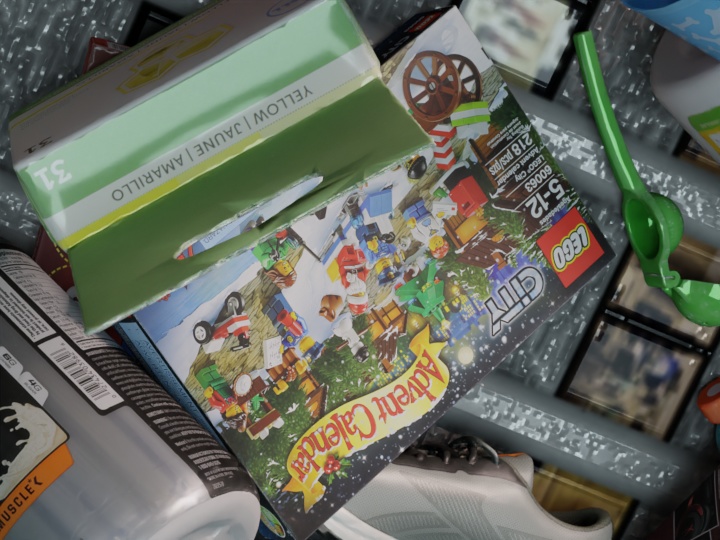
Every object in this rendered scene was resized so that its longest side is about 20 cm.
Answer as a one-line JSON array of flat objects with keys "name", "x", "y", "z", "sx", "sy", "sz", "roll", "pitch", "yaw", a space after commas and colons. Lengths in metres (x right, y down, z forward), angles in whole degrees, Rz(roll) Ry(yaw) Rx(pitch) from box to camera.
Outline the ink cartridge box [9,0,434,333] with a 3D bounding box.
[{"name": "ink cartridge box", "x": -0.061, "y": -0.055, "z": 0.922, "sx": 0.145, "sy": 0.200, "sz": 0.048, "roll": -29, "pitch": 107, "yaw": -1}]

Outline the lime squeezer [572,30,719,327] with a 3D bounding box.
[{"name": "lime squeezer", "x": 0.153, "y": -0.020, "z": 1.078, "sx": 0.200, "sy": 0.038, "sz": 0.071, "roll": 39, "pitch": 97, "yaw": -16}]

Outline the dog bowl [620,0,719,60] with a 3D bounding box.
[{"name": "dog bowl", "x": 0.192, "y": -0.164, "z": 0.953, "sx": 0.050, "sy": 0.112, "sz": 0.200, "roll": 40, "pitch": 103, "yaw": -22}]

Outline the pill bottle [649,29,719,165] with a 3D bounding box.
[{"name": "pill bottle", "x": 0.230, "y": -0.051, "z": 1.042, "sx": 0.111, "sy": 0.111, "sz": 0.200, "roll": -45, "pitch": 108, "yaw": 5}]

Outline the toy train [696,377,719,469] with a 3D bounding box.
[{"name": "toy train", "x": 0.253, "y": 0.101, "z": 1.119, "sx": 0.199, "sy": 0.056, "sz": 0.151, "roll": 1, "pitch": 105, "yaw": -9}]

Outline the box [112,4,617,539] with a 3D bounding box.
[{"name": "box", "x": 0.000, "y": 0.000, "z": 1.017, "sx": 0.200, "sy": 0.038, "sz": 0.137, "roll": -41, "pitch": 106, "yaw": -21}]

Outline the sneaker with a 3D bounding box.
[{"name": "sneaker", "x": 0.027, "y": 0.103, "z": 1.082, "sx": 0.200, "sy": 0.074, "sz": 0.080, "roll": 29, "pitch": 90, "yaw": -21}]

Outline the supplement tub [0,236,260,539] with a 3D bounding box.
[{"name": "supplement tub", "x": -0.147, "y": 0.068, "z": 0.975, "sx": 0.200, "sy": 0.122, "sz": 0.123, "roll": 42, "pitch": 98, "yaw": 20}]

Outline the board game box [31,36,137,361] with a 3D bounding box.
[{"name": "board game box", "x": -0.096, "y": 0.006, "z": 1.057, "sx": 0.103, "sy": 0.019, "sz": 0.201, "roll": 14, "pitch": 103, "yaw": -11}]

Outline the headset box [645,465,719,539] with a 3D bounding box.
[{"name": "headset box", "x": 0.200, "y": 0.166, "z": 1.087, "sx": 0.148, "sy": 0.075, "sz": 0.200, "roll": 32, "pitch": 119, "yaw": -16}]
